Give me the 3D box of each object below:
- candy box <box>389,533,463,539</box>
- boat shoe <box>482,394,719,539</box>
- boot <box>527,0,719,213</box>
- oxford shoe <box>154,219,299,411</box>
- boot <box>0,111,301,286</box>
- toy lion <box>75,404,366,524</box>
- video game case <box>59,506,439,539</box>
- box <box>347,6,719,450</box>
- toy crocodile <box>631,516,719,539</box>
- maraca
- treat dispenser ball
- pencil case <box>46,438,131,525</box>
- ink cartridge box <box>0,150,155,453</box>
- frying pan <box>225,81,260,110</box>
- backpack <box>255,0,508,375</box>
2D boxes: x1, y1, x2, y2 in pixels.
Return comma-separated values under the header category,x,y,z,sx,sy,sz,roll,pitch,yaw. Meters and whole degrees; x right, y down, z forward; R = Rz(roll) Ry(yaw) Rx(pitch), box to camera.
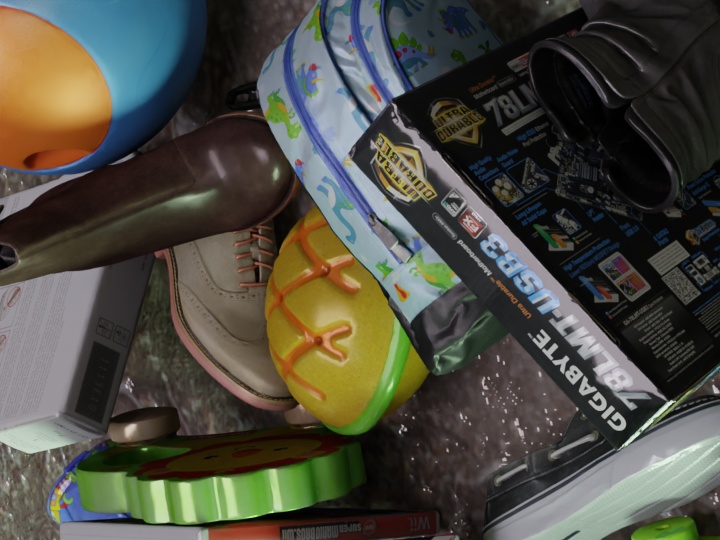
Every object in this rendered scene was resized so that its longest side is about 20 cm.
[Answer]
category,x,y,z,sx,sy,sz,roll,pitch,yaw
candy box,0.062,0.244,1.380,0.136,0.061,0.200,-12,129,47
boat shoe,0.138,0.108,1.305,0.200,0.072,0.071,-32,56,35
boot,0.129,-0.127,1.172,0.200,0.132,0.070,49,135,20
oxford shoe,-0.083,0.000,1.466,0.074,0.071,0.200,-56,50,37
boot,-0.144,-0.031,1.382,0.200,0.166,0.072,-15,99,44
toy lion,-0.090,0.126,1.434,0.200,0.192,0.069,-7,96,18
video game case,-0.069,0.164,1.450,0.143,0.200,0.017,-5,85,47
box,0.120,-0.028,1.154,0.199,0.200,0.050,47,127,10
toy crocodile,0.210,0.166,1.272,0.200,0.062,0.068,-17,94,53
maraca,0.000,0.000,1.382,0.137,0.107,0.200,7,91,60
treat dispenser ball,-0.197,-0.161,1.444,0.201,0.201,0.201,20,120,40
pencil case,-0.135,0.194,1.616,0.200,0.078,0.087,33,156,32
ink cartridge box,-0.214,0.028,1.571,0.174,0.044,0.200,-16,54,49
frying pan,-0.032,-0.130,1.403,0.190,0.031,0.115,35,108,53
backpack,0.036,-0.068,1.256,0.200,0.163,0.154,43,128,14
